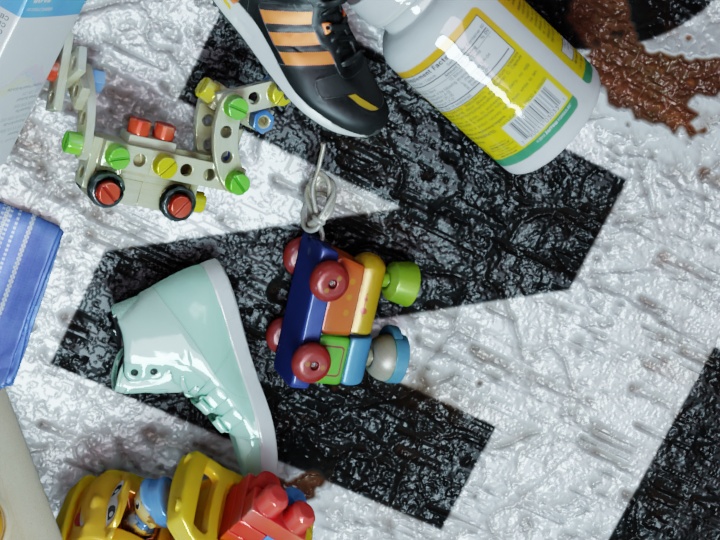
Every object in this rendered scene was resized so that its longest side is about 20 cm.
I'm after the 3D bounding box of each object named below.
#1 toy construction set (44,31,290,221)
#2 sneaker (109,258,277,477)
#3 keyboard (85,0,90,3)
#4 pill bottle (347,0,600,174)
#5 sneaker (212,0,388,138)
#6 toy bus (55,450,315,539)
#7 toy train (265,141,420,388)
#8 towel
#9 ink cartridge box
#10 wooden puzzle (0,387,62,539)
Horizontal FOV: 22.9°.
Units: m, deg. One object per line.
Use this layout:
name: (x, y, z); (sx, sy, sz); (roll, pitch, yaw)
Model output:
toy construction set: (-0.161, -0.113, 1.400); (0.198, 0.092, 0.132); (14, 103, -15)
sneaker: (-0.143, 0.103, 1.475); (0.117, 0.074, 0.202); (-20, 99, -13)
keyboard: (-0.246, -0.307, 1.365); (0.127, 0.021, 0.200); (-41, 110, 2)
pill bottle: (0.089, -0.180, 1.424); (0.200, 0.113, 0.113); (39, 95, -19)
sneaker: (-0.037, -0.194, 1.383); (0.200, 0.070, 0.090); (48, 129, -7)
toy bus: (-0.131, 0.217, 1.444); (0.199, 0.136, 0.192); (30, 127, -16)
toy train: (0.000, 0.000, 1.478); (0.115, 0.085, 0.202); (7, 104, -24)
towel: (-0.351, 0.000, 1.417); (0.198, 0.024, 0.146); (20, 90, -15)
ink cartridge box: (-0.307, -0.165, 1.315); (0.128, 0.125, 0.201); (29, 102, 4)
wooden puzzle: (-0.360, 0.180, 1.416); (0.199, 0.046, 0.186); (-23, 70, -6)
